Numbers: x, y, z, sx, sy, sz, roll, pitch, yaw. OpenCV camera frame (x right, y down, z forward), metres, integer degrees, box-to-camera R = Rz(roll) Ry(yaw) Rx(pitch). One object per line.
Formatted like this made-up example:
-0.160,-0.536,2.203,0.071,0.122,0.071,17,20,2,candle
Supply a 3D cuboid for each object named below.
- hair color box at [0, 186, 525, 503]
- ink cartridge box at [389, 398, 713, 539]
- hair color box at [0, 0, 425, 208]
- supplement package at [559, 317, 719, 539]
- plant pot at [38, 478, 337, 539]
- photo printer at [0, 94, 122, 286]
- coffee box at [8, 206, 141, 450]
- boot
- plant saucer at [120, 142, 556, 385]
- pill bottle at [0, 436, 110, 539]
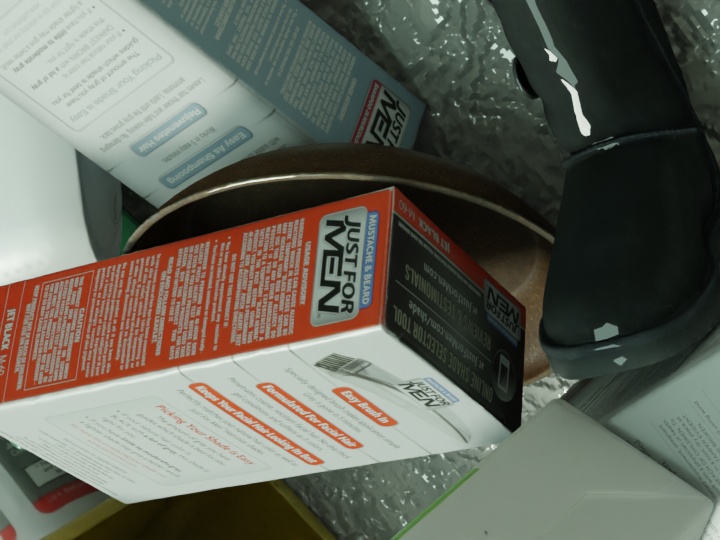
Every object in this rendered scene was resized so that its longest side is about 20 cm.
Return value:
-0.046,0.036,0.723,0.199,0.064,0.111,-11,148,30,hair color box
0.037,0.156,0.601,0.067,0.117,0.201,32,130,23,ink cartridge box
-0.081,-0.088,0.749,0.200,0.061,0.099,38,140,-23,hair color box
0.150,0.092,0.662,0.152,0.151,0.200,52,135,2,supplement package
-0.103,0.236,0.887,0.194,0.195,0.200,46,118,8,plant pot
-0.198,-0.079,0.832,0.166,0.069,0.201,-5,97,10,photo printer
-0.191,-0.019,0.900,0.200,0.123,0.044,43,176,10,coffee box
0.069,-0.080,0.625,0.065,0.165,0.201,-16,105,21,boot
0.000,0.000,0.751,0.199,0.037,0.201,3,150,2,plant saucer
-0.219,0.096,0.981,0.200,0.114,0.114,47,136,22,pill bottle
